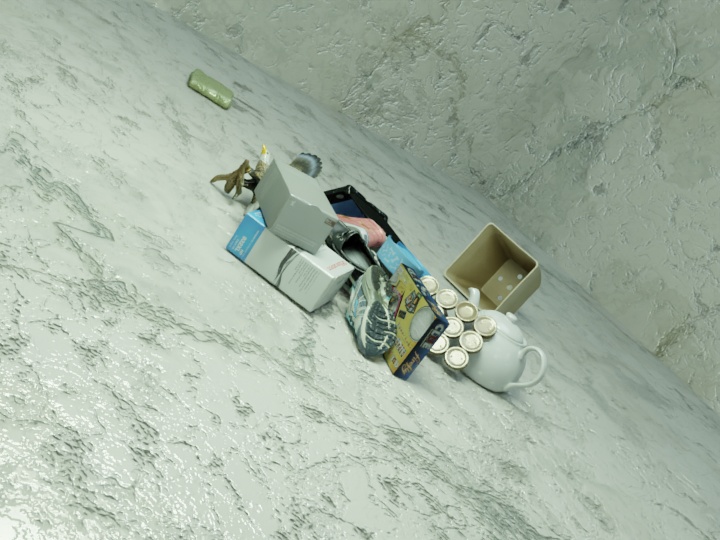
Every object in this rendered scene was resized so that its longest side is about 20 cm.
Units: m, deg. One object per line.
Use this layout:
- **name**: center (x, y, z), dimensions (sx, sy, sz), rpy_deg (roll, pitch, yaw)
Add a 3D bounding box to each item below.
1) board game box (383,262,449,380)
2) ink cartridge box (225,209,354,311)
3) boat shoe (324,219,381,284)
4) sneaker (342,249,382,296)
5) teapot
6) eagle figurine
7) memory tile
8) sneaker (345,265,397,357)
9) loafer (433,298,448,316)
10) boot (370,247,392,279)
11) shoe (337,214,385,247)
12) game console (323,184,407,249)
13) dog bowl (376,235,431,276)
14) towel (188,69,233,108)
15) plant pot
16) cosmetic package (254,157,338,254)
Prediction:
- **board game box**: center (0.081, 0.092, 1.507), dimensions (0.035, 0.136, 0.200), rpy_deg (27, 19, -29)
- **ink cartridge box**: center (-0.127, -0.024, 1.496), dimensions (0.200, 0.084, 0.145), rpy_deg (37, 15, 7)
- **boat shoe**: center (-0.017, -0.046, 1.615), dimensions (0.074, 0.066, 0.200), rpy_deg (-12, 61, -33)
- **sneaker**: center (0.000, 0.000, 1.702), dimensions (0.079, 0.078, 0.200), rpy_deg (34, 17, -26)
- **teapot**: center (0.287, 0.156, 1.729), dimensions (0.200, 0.146, 0.197), rpy_deg (35, 16, -5)
- **eagle figurine**: center (-0.191, -0.196, 1.731), dimensions (0.200, 0.151, 0.152), rpy_deg (7, 21, -46)
- **memory tile**: center (0.168, 0.105, 1.662), dimensions (0.200, 0.153, 0.017), rpy_deg (36, -29, 19)
- **sneaker**: center (0.014, 0.088, 1.501), dimensions (0.078, 0.086, 0.200), rpy_deg (36, 37, -28)
- **loafer**: center (0.134, 0.086, 1.755), dimensions (0.200, 0.072, 0.063), rpy_deg (23, 24, -46)
- **boot**: center (0.015, -0.056, 1.908), dimensions (0.200, 0.073, 0.182), rpy_deg (35, 1, -26)
- **shoe**: center (-0.041, -0.090, 1.797), dimensions (0.200, 0.072, 0.091), rpy_deg (20, 17, 36)
- **game console**: center (-0.004, -0.113, 1.950), dimensions (0.200, 0.175, 0.117), rpy_deg (35, 50, -54)
- **dog bowl**: center (0.094, -0.014, 1.769), dimensions (0.112, 0.050, 0.200), rpy_deg (49, 7, 15)
- **towel**: center (-0.447, -0.549, 2.422), dimensions (0.148, 0.037, 0.200), rpy_deg (30, 17, -17)
- **plant pot**: center (0.393, 0.024, 2.274), dimensions (0.200, 0.200, 0.177), rpy_deg (47, 7, 34)
- **cosmetic package**: center (-0.122, -0.122, 1.488), dimensions (0.107, 0.090, 0.200), rpy_deg (27, 19, -24)
